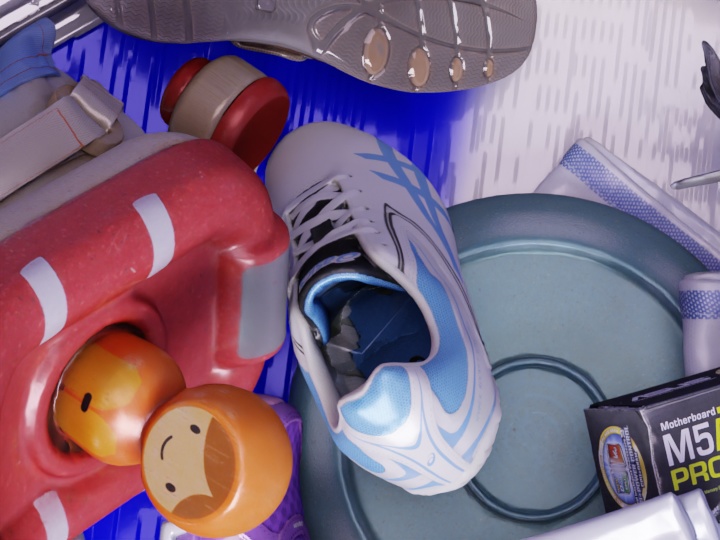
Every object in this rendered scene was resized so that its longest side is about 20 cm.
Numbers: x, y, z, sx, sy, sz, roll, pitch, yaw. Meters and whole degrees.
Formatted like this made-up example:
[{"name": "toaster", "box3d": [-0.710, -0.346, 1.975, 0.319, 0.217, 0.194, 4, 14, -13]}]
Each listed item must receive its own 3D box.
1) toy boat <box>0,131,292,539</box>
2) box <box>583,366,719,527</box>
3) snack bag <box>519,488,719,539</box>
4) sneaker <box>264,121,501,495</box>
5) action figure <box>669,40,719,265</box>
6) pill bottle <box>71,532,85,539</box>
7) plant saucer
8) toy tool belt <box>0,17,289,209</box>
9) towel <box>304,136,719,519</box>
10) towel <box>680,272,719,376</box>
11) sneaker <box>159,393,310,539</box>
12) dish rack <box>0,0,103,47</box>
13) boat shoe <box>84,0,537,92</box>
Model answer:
[{"name": "toy boat", "box3d": [-0.080, 0.048, 0.878, 0.130, 0.131, 0.200, 28, 43, 30]}, {"name": "box", "box3d": [0.192, 0.104, 0.956, 0.199, 0.044, 0.162, -15, 93, -25]}, {"name": "snack bag", "box3d": [0.066, 0.196, 0.912, 0.187, 0.021, 0.201, -19, 91, 20]}, {"name": "sneaker", "box3d": [0.000, 0.000, 0.971, 0.072, 0.201, 0.073, -34, 130, 9]}, {"name": "action figure", "box3d": [0.209, -0.070, 0.985, 0.199, 0.102, 0.119, -28, 76, -37]}, {"name": "pill bottle", "box3d": [-0.192, 0.153, 0.938, 0.198, 0.112, 0.113, -14, 84, -5]}, {"name": "plant saucer", "box3d": [0.068, 0.068, 1.015, 0.198, 0.027, 0.202, 0, 84, 1]}, {"name": "toy tool belt", "box3d": [-0.134, -0.041, 0.989, 0.123, 0.125, 0.200, 35, 58, 17]}, {"name": "towel", "box3d": [0.090, 0.062, 1.039, 0.147, 0.024, 0.200, 38, 84, 3]}, {"name": "towel", "box3d": [0.196, 0.091, 1.003, 0.146, 0.024, 0.202, -5, 88, -27]}, {"name": "sneaker", "box3d": [-0.032, 0.150, 0.988, 0.088, 0.080, 0.202, 6, 89, 20]}, {"name": "dish rack", "box3d": [-0.199, -0.149, 1.041, 0.199, 0.044, 0.172, -30, 87, -4]}, {"name": "boat shoe", "box3d": [-0.024, -0.119, 1.027, 0.199, 0.072, 0.076, 11, 99, -23]}]
